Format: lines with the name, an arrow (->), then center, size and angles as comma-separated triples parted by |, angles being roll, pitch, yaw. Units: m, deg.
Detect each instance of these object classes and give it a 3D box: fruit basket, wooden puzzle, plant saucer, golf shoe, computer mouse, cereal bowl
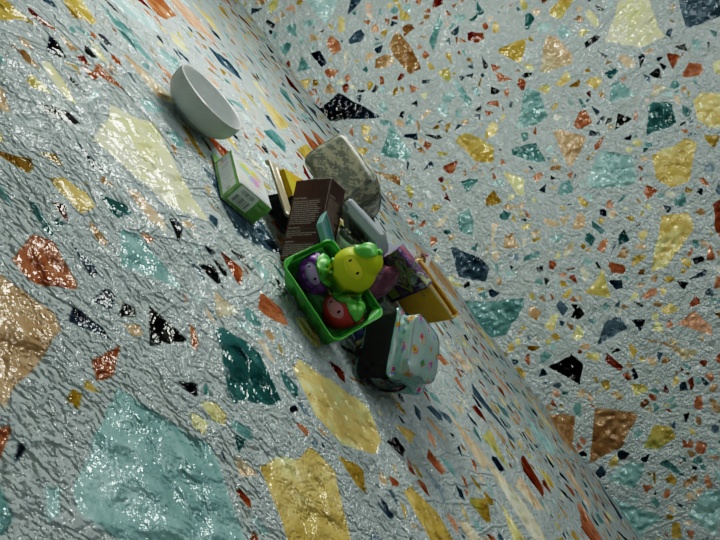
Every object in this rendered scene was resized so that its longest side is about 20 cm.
fruit basket -> -0.043, 0.026, 1.412 | 0.155, 0.216, 0.216 | -27, 76, -33
wooden puzzle -> -0.145, -0.177, 1.737 | 0.185, 0.037, 0.200 | 27, 32, -53
plant saucer -> -0.061, -0.025, 1.535 | 0.070, 0.019, 0.200 | -77, 153, -65
golf shoe -> -0.041, -0.053, 1.659 | 0.077, 0.088, 0.200 | 40, -5, -2
computer mouse -> -0.156, -0.127, 1.748 | 0.200, 0.053, 0.138 | 46, 21, 6
cereal bowl -> -0.379, -0.386, 1.661 | 0.200, 0.083, 0.200 | 49, 12, -14

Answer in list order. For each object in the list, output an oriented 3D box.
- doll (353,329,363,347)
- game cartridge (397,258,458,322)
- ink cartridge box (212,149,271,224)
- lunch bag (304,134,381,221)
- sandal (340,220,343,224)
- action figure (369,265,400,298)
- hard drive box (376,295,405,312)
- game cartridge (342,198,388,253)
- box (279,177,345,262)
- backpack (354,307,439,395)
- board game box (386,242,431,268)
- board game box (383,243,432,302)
doll -> -0.046, 0.085, 1.621 | 0.200, 0.048, 0.136 | 54, 3, 13
game cartridge -> 0.146, 0.058, 1.813 | 0.176, 0.032, 0.200 | 54, -23, -9
ink cartridge box -> -0.273, -0.205, 1.594 | 0.104, 0.059, 0.200 | 42, 16, -39
lunch bag -> -0.036, -0.221, 1.815 | 0.200, 0.139, 0.168 | 54, -3, 26
sandal -> -0.084, -0.133, 2.037 | 0.212, 0.078, 0.070 | 28, 20, -45
action figure -> 0.000, 0.000, 1.684 | 0.200, 0.134, 0.149 | 18, 19, -45
hard drive box -> 0.077, 0.114, 1.927 | 0.200, 0.077, 0.156 | 44, 15, -32
game cartridge -> 0.012, -0.089, 1.672 | 0.133, 0.042, 0.200 | 44, -8, 8
box -> -0.108, -0.105, 1.592 | 0.075, 0.100, 0.200 | 34, 61, -54
backpack -> 0.092, 0.187, 1.559 | 0.200, 0.153, 0.176 | 51, 42, -56
board game box -> 0.072, -0.028, 1.882 | 0.200, 0.041, 0.200 | 18, -14, -2
board game box -> 0.093, 0.011, 1.764 | 0.120, 0.032, 0.200 | 48, -25, -6
